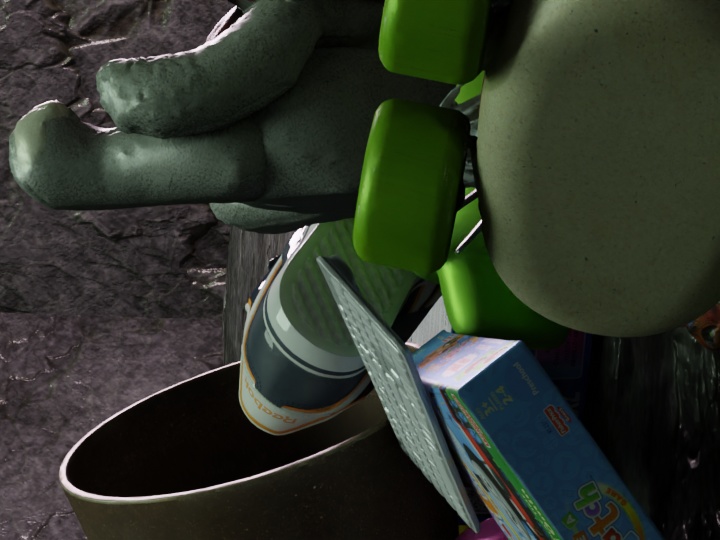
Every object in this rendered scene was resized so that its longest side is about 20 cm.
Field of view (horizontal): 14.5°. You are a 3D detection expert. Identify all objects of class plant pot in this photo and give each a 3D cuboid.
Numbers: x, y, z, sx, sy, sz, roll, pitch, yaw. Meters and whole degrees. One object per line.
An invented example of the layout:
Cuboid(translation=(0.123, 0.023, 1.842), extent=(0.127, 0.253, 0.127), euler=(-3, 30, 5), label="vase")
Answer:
Cuboid(translation=(-0.026, 0.161, 1.348), extent=(0.187, 0.186, 0.201), euler=(-114, 8, -75), label="plant pot")

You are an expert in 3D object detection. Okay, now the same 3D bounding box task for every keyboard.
Cuboid(translation=(0.018, 0.054, 1.161), extent=(0.056, 0.011, 0.200), euler=(54, 174, 27), label="keyboard")

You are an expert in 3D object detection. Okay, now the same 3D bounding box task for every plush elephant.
Cuboid(translation=(-0.020, -0.102, 1.045), extent=(0.199, 0.164, 0.156), euler=(-5, 83, 40), label="plush elephant")

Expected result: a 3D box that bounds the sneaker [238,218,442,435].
Cuboid(translation=(0.000, 0.000, 1.301), extent=(0.200, 0.078, 0.080), euler=(-46, -7, -48), label="sneaker")

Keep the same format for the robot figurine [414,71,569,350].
Cuboid(translation=(0.066, -0.069, 1.238), extent=(0.175, 0.115, 0.201), euler=(-22, 70, 41), label="robot figurine")

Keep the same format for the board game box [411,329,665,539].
Cuboid(translation=(0.079, 0.095, 1.129), extent=(0.152, 0.037, 0.200), euler=(54, 176, -3), label="board game box")

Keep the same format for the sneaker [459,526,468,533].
Cuboid(translation=(0.006, 0.182, 1.462), extent=(0.078, 0.085, 0.201), euler=(121, 162, -78), label="sneaker")

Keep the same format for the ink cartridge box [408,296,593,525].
Cuboid(translation=(0.068, 0.037, 1.418), extent=(0.200, 0.076, 0.137), euler=(-98, 11, -63), label="ink cartridge box")

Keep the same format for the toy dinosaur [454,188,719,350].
Cuboid(translation=(0.127, -0.070, 1.073), extent=(0.105, 0.200, 0.182), euler=(6, 126, 61), label="toy dinosaur")

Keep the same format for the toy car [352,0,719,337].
Cuboid(translation=(0.097, -0.093, 0.935), extent=(0.200, 0.163, 0.158), euler=(-77, -3, -46), label="toy car")

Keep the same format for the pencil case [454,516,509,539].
Cuboid(translation=(0.080, 0.205, 1.243), extent=(0.089, 0.088, 0.201), euler=(101, 170, -53), label="pencil case")
